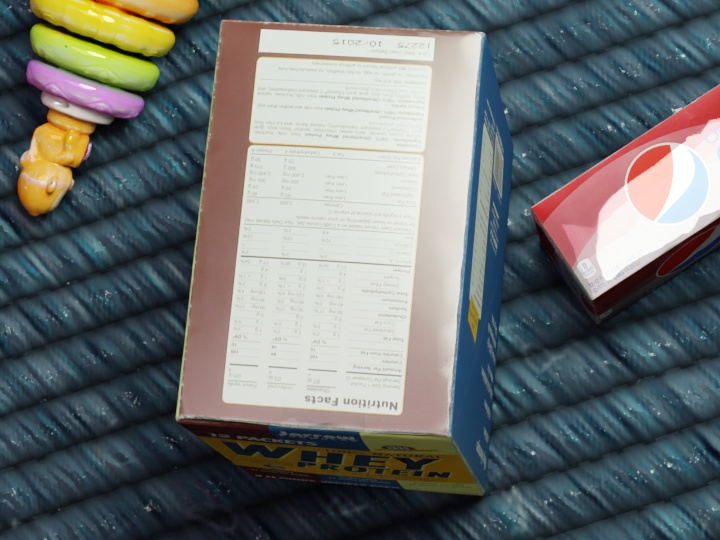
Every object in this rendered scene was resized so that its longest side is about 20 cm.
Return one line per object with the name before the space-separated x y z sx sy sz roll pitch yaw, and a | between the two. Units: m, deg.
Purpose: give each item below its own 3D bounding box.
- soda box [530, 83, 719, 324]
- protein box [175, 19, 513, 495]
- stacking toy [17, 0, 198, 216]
soda box | 0.192 -0.055 1.200 0.199 0.070 0.064 -33 74 -1
protein box | 0.000 0.000 1.147 0.134 0.199 0.201 4 78 9
stacking toy | -0.151 -0.124 1.257 0.109 0.116 0.201 17 96 -20
